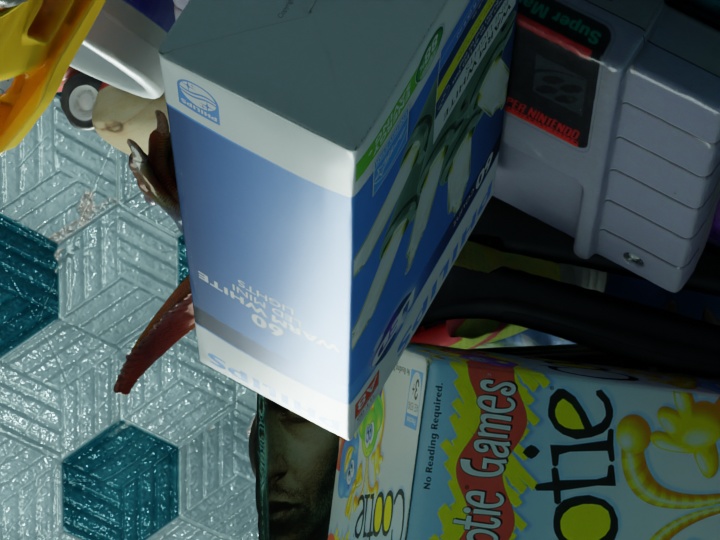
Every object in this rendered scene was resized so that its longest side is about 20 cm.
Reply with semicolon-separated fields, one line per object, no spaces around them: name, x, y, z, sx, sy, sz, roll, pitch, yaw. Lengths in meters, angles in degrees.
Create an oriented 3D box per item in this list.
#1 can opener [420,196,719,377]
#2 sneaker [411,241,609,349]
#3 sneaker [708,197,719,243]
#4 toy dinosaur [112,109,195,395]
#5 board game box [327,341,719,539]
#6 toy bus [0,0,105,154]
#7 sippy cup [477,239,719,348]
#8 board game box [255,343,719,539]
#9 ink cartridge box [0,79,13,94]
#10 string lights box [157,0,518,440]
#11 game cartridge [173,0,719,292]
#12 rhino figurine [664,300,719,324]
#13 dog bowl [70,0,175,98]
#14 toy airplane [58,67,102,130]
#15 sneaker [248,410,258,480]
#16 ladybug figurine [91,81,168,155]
can opener;0.056;-0.003;0.827;0.198;0.064;0.079;7;-176;-7
sneaker;0.000;0.000;0.958;0.199;0.079;0.090;-7;-168;47
sneaker;0.162;0.012;0.751;0.080;0.089;0.200;26;-177;-37
toy dinosaur;0.013;-0.031;0.890;0.180;0.202;0.105;18;-159;25
board game box;0.098;0.088;0.836;0.198;0.104;0.105;7;-179;-15
toy bus;-0.144;-0.097;0.757;0.135;0.201;0.192;29;-174;17
sippy cup;0.092;0.004;1.019;0.177;0.141;0.130;16;173;-35
board game box;0.059;0.096;0.898;0.198;0.137;0.028;-3;-173;-13
ink cartridge box;-0.244;-0.138;1.101;0.199;0.177;0.045;29;177;-27
string lights box;-0.003;-0.040;0.668;0.059;0.103;0.200;26;159;11
game cartridge;0.024;-0.072;0.746;0.199;0.039;0.130;28;162;13
rhino figurine;0.200;0.048;0.986;0.199;0.088;0.060;24;-165;-28
dog bowl;-0.152;-0.152;0.967;0.199;0.079;0.200;28;177;2
toy airplane;-0.218;-0.137;1.292;0.198;0.143;0.199;-8;-178;-30
sneaker;0.052;0.065;0.960;0.198;0.067;0.091;3;-172;-5
ladybug figurine;-0.050;-0.084;1.073;0.135;0.073;0.200;4;180;-25
